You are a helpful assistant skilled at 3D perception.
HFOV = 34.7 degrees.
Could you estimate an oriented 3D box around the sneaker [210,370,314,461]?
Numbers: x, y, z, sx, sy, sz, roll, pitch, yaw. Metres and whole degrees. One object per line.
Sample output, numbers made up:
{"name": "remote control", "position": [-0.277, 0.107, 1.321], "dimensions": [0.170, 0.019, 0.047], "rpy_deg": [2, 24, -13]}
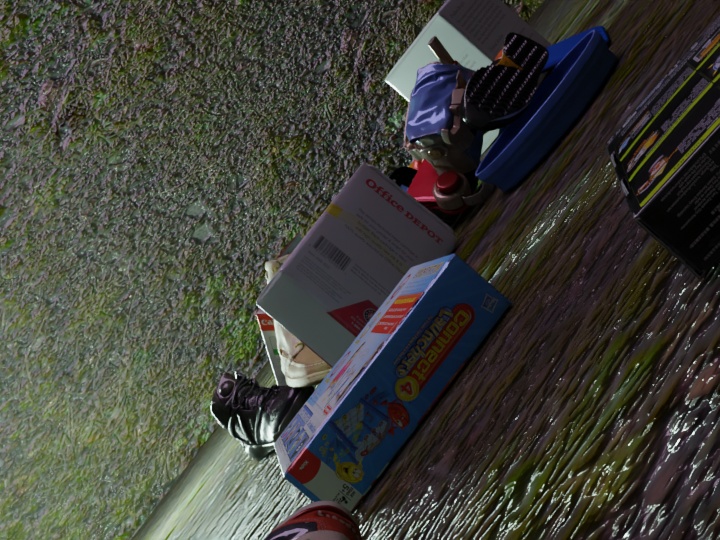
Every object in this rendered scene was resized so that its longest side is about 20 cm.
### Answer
{"name": "sneaker", "position": [-0.134, 0.176, 1.502], "dimensions": [0.077, 0.114, 0.199], "rpy_deg": [-54, 7, -31]}

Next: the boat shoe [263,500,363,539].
{"name": "boat shoe", "position": [-0.072, 0.214, 0.641], "dimensions": [0.200, 0.071, 0.063], "rpy_deg": [-47, 6, 4]}

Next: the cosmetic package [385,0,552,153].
{"name": "cosmetic package", "position": [0.184, -0.331, 1.873], "dimensions": [0.167, 0.199, 0.168], "rpy_deg": [-48, 4, 42]}

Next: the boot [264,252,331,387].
{"name": "boot", "position": [-0.071, 0.057, 1.432], "dimensions": [0.072, 0.158, 0.200], "rpy_deg": [-9, 6, -11]}

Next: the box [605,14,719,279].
{"name": "box", "position": [0.201, -0.106, 0.541], "dimensions": [0.200, 0.047, 0.193], "rpy_deg": [-50, 6, 16]}

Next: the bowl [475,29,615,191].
{"name": "bowl", "position": [0.203, -0.170, 1.255], "dimensions": [0.201, 0.039, 0.201], "rpy_deg": [-51, 3, 4]}

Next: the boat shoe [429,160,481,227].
{"name": "boat shoe", "position": [0.128, -0.129, 1.538], "dimensions": [0.062, 0.075, 0.201], "rpy_deg": [-50, 5, 40]}

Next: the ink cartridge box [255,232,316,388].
{"name": "ink cartridge box", "position": [-0.097, 0.062, 1.600], "dimensions": [0.050, 0.203, 0.109], "rpy_deg": [-5, 26, 23]}

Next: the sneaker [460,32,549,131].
{"name": "sneaker", "position": [0.157, -0.191, 1.309], "dimensions": [0.201, 0.069, 0.091], "rpy_deg": [-55, -10, -49]}

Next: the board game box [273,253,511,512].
{"name": "board game box", "position": [0.016, 0.086, 0.893], "dimensions": [0.197, 0.056, 0.200], "rpy_deg": [-52, 3, -5]}

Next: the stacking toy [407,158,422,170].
{"name": "stacking toy", "position": [0.087, -0.126, 1.689], "dimensions": [0.086, 0.085, 0.201], "rpy_deg": [-53, -7, -36]}

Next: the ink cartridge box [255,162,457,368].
{"name": "ink cartridge box", "position": [0.000, 0.000, 1.284], "dimensions": [0.201, 0.145, 0.083], "rpy_deg": [-53, 3, -39]}

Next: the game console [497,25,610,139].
{"name": "game console", "position": [0.247, -0.230, 1.493], "dimensions": [0.200, 0.116, 0.173], "rpy_deg": [-59, -22, -70]}

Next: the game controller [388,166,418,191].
{"name": "game controller", "position": [0.058, -0.065, 1.523], "dimensions": [0.042, 0.104, 0.201], "rpy_deg": [-53, 2, 44]}

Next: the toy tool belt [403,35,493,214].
{"name": "toy tool belt", "position": [0.100, -0.181, 1.410], "dimensions": [0.123, 0.123, 0.202], "rpy_deg": [-10, 49, 21]}

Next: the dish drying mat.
{"name": "dish drying mat", "position": [0.122, -0.160, 1.488], "dimensions": [0.076, 0.018, 0.202], "rpy_deg": [-1, 50, 44]}
